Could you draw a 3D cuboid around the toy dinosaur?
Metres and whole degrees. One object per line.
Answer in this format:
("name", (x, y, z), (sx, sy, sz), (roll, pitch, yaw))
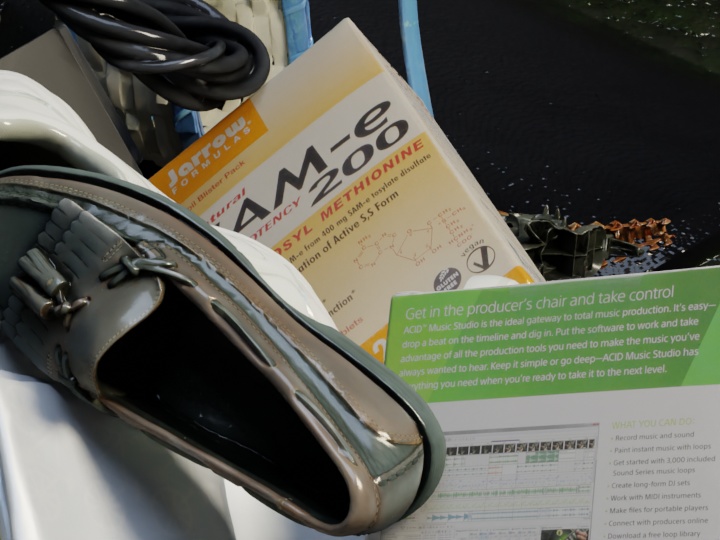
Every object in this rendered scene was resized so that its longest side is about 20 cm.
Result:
("toy dinosaur", (0.062, 0.003, 1.183), (0.200, 0.102, 0.136), (-38, 29, -18))

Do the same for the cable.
("cable", (-0.124, -0.135, 1.141), (0.163, 0.051, 0.200), (36, 3, -36))

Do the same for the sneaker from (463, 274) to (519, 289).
("sneaker", (0.071, 0.097, 0.938), (0.081, 0.074, 0.201), (-2, 70, 8))

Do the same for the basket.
("basket", (-0.058, -0.133, 1.299), (0.199, 0.177, 0.139), (9, 27, 29))

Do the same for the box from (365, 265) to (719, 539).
("box", (0.069, 0.100, 0.859), (0.144, 0.036, 0.201), (-5, 68, 30))

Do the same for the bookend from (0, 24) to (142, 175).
("bookend", (-0.162, -0.044, 1.134), (0.198, 0.092, 0.200), (-23, 11, 42))

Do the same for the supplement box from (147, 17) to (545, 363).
("supplement box", (0.000, 0.000, 1.088), (0.126, 0.074, 0.200), (-39, 45, 6))

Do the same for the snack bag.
("snack bag", (-0.040, 0.129, 0.894), (0.199, 0.021, 0.190), (12, 54, -41))

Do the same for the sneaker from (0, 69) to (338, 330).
("sneaker", (-0.085, 0.004, 0.960), (0.199, 0.078, 0.099), (35, 2, -12))

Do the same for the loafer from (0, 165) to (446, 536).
("loafer", (-0.064, 0.026, 0.865), (0.199, 0.072, 0.063), (30, 21, 13))

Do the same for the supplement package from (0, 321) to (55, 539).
("supplement package", (-0.144, 0.126, 0.896), (0.114, 0.109, 0.200), (43, 37, -16))
